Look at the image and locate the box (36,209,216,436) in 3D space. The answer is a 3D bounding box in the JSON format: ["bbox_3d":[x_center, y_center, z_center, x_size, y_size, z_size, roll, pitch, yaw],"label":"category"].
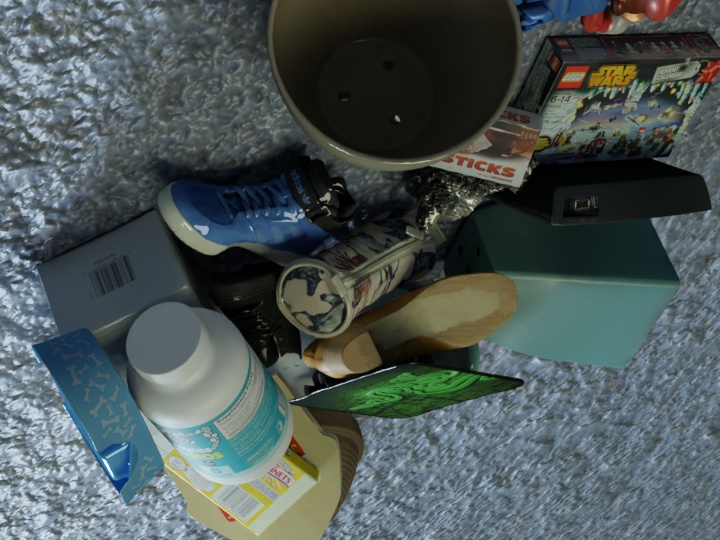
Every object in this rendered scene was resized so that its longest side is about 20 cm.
[{"bbox_3d":[-0.200,0.056,1.423,0.124,0.098,0.200,-26,145,-3],"label":"box"}]

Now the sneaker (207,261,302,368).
[{"bbox_3d":[-0.096,0.048,1.436,0.060,0.105,0.200,-1,-174,11],"label":"sneaker"}]

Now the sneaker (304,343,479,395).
[{"bbox_3d":[0.019,0.109,1.572,0.139,0.078,0.200,7,154,-39],"label":"sneaker"}]

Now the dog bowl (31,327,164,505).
[{"bbox_3d":[-0.225,0.124,1.320,0.049,0.112,0.200,-32,147,-14],"label":"dog bowl"}]

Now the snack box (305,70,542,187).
[{"bbox_3d":[0.056,-0.128,1.335,0.199,0.024,0.072,13,137,-3],"label":"snack box"}]

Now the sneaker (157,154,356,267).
[{"bbox_3d":[-0.084,-0.064,1.357,0.111,0.077,0.199,-37,149,25],"label":"sneaker"}]

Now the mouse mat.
[{"bbox_3d":[0.043,0.122,1.500,0.160,0.008,0.200,12,157,-37],"label":"mouse mat"}]

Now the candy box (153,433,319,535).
[{"bbox_3d":[-0.151,0.189,1.598,0.200,0.026,0.102,40,112,-14],"label":"candy box"}]

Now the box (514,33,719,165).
[{"bbox_3d":[0.246,-0.167,1.483,0.199,0.040,0.137,-6,140,-28],"label":"box"}]

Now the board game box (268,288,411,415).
[{"bbox_3d":[-0.026,0.078,1.633,0.199,0.026,0.200,17,127,-45],"label":"board game box"}]

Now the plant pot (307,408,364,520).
[{"bbox_3d":[-0.085,0.246,1.733,0.200,0.093,0.201,-13,150,-8],"label":"plant pot"}]

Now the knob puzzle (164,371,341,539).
[{"bbox_3d":[-0.105,0.220,1.643,0.218,0.030,0.221,3,114,8],"label":"knob puzzle"}]

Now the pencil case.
[{"bbox_3d":[0.000,0.000,1.432,0.089,0.078,0.200,-38,176,33],"label":"pencil case"}]

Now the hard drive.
[{"bbox_3d":[0.239,-0.084,1.516,0.199,0.135,0.043,-6,109,-28],"label":"hard drive"}]

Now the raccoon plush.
[{"bbox_3d":[0.072,-0.127,1.408,0.133,0.097,0.200,-26,122,19],"label":"raccoon plush"}]

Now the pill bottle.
[{"bbox_3d":[-0.138,0.105,1.345,0.110,0.111,0.200,-27,145,1],"label":"pill bottle"}]

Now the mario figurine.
[{"bbox_3d":[0.191,-0.258,1.318,0.199,0.107,0.123,-9,180,-7],"label":"mario figurine"}]

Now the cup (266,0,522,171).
[{"bbox_3d":[0.019,-0.164,1.228,0.199,0.201,0.143,-20,171,-10],"label":"cup"}]

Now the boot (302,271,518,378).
[{"bbox_3d":[0.044,0.050,1.491,0.200,0.071,0.144,-22,-173,-15],"label":"boot"}]

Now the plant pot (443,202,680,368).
[{"bbox_3d":[0.200,0.005,1.598,0.199,0.142,0.142,3,137,-22],"label":"plant pot"}]
